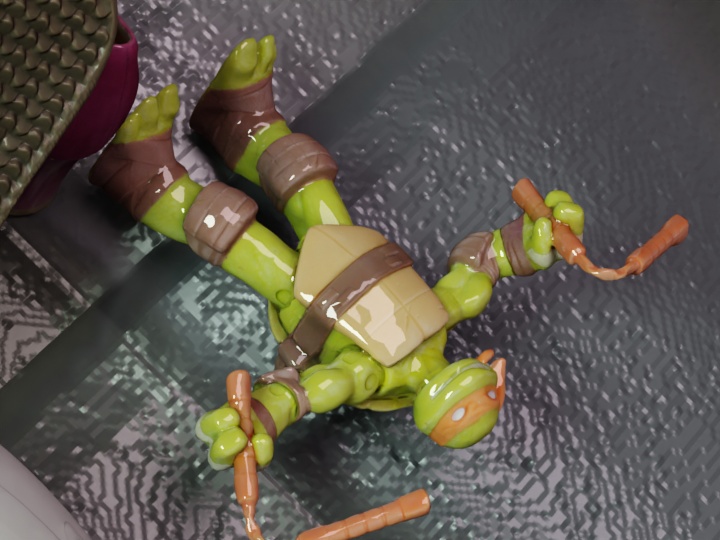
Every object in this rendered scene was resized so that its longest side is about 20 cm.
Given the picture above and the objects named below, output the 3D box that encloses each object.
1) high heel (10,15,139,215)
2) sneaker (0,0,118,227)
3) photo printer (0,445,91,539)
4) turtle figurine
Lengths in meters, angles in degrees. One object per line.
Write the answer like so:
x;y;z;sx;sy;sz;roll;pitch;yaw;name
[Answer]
-0.143;-0.114;0.896;0.067;0.096;0.200;-27;77;-37;high heel
-0.150;-0.020;0.833;0.200;0.075;0.070;-49;131;-3;sneaker
-0.127;0.141;0.739;0.167;0.069;0.200;55;47;-25;photo printer
0.000;0.000;0.928;0.200;0.064;0.161;-36;75;-29;turtle figurine
